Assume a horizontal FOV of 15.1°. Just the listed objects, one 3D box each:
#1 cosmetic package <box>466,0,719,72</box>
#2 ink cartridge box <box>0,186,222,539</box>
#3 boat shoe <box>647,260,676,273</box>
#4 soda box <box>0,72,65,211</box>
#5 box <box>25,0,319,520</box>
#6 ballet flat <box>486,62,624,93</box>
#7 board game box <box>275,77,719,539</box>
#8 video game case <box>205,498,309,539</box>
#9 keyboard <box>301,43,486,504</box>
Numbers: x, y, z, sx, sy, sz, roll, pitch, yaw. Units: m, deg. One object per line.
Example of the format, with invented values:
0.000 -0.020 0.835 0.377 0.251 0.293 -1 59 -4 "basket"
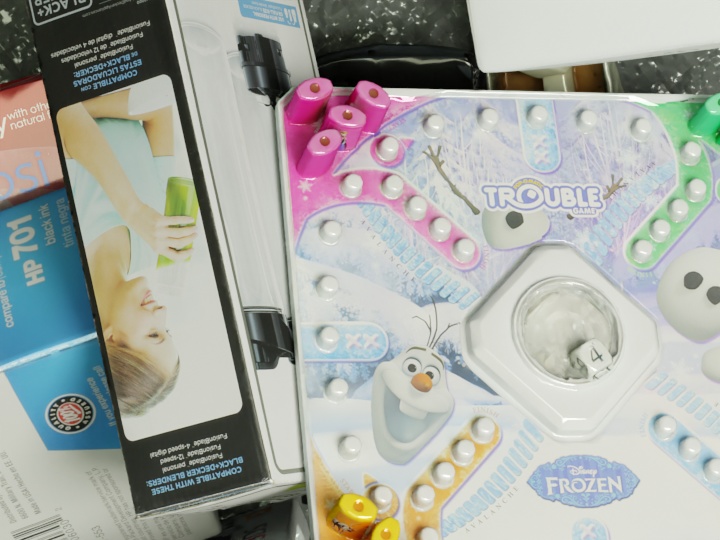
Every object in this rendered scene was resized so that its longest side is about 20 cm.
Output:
0.160 -0.147 0.973 0.199 0.200 0.123 -6 95 26 "cosmetic package"
-0.173 0.070 1.062 0.200 0.086 0.147 -19 140 2 "ink cartridge box"
0.032 0.022 1.062 0.199 0.068 0.072 -12 115 8 "boat shoe"
-0.175 -0.032 1.083 0.200 0.070 0.064 -16 98 0 "soda box"
-0.052 -0.013 1.007 0.060 0.117 0.201 -15 82 24 "box"
0.072 -0.073 1.086 0.067 0.064 0.201 -4 101 28 "ballet flat"
0.076 0.022 0.983 0.199 0.026 0.200 0 68 -14 "board game box"
-0.117 0.143 1.062 0.200 0.182 0.023 -20 94 1 "video game case"
0.000 0.000 1.114 0.104 0.040 0.200 1 112 1 "keyboard"
